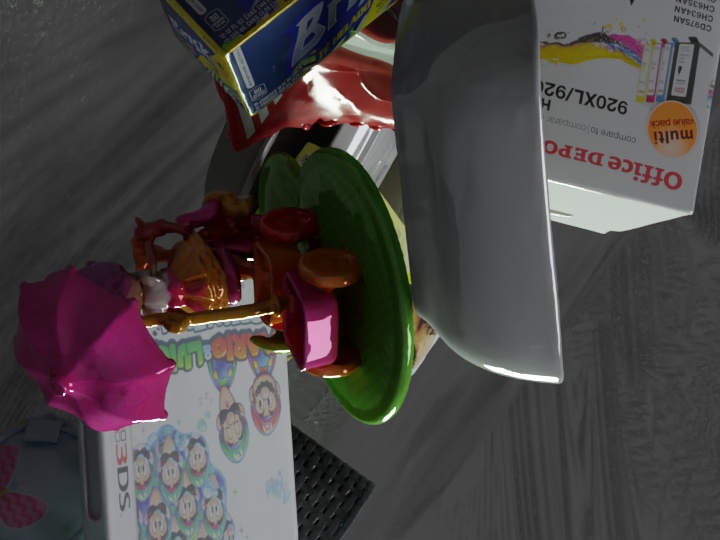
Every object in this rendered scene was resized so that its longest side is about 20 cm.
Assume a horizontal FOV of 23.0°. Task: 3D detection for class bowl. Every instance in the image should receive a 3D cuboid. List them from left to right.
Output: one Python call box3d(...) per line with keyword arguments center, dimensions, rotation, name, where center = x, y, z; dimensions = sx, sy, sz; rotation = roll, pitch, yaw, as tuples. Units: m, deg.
box3d(center=(0.060, -0.062, 0.903), dimensions=(0.200, 0.074, 0.201), rotation=(-81, 166, -60), name="bowl")

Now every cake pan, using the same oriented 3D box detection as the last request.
box3d(center=(-0.034, -0.096, 1.124), dimensions=(0.201, 0.037, 0.200), rotation=(-52, 167, -18), name="cake pan")

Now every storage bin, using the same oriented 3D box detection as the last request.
box3d(center=(-0.088, 0.208, 1.210), dimensions=(0.200, 0.094, 0.135), rotation=(-55, 178, -19), name="storage bin")

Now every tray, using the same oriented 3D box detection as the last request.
box3d(center=(-0.004, -0.065, 1.178), dimensions=(0.201, 0.022, 0.107), rotation=(-60, 168, 17), name="tray")

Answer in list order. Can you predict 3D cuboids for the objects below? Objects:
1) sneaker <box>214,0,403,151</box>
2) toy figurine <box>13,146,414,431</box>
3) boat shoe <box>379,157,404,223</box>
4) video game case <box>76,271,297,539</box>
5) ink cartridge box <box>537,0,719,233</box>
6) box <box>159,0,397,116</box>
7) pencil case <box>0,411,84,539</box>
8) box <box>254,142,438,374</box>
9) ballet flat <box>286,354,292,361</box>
box3d(center=(-0.014, -0.108, 1.006), dimensions=(0.115, 0.079, 0.200), rotation=(-30, 146, 22), name="sneaker")
box3d(center=(-0.096, 0.013, 0.934), dimensions=(0.183, 0.200, 0.151), rotation=(-11, 121, -22), name="toy figurine")
box3d(center=(0.023, -0.035, 1.315), dimensions=(0.200, 0.071, 0.060), rotation=(-71, 158, -48), name="boat shoe")
box3d(center=(-0.101, 0.091, 1.062), dimensions=(0.200, 0.024, 0.183), rotation=(-4, 90, -61), name="video game case")
box3d(center=(0.153, -0.141, 1.224), dimensions=(0.145, 0.147, 0.201), rotation=(168, -67, -74), name="ink cartridge box")
box3d(center=(-0.003, -0.170, 0.865), dimensions=(0.200, 0.070, 0.064), rotation=(-40, 157, -9), name="box")
box3d(center=(-0.173, 0.143, 1.099), dimensions=(0.200, 0.083, 0.091), rotation=(54, 56, -77), name="pencil case")
box3d(center=(0.000, 0.000, 1.148), dimensions=(0.075, 0.050, 0.200), rotation=(-54, 147, -9), name="box")
box3d(center=(-0.050, 0.026, 1.286), dimensions=(0.071, 0.071, 0.200), rotation=(-62, 170, 25), name="ballet flat")
